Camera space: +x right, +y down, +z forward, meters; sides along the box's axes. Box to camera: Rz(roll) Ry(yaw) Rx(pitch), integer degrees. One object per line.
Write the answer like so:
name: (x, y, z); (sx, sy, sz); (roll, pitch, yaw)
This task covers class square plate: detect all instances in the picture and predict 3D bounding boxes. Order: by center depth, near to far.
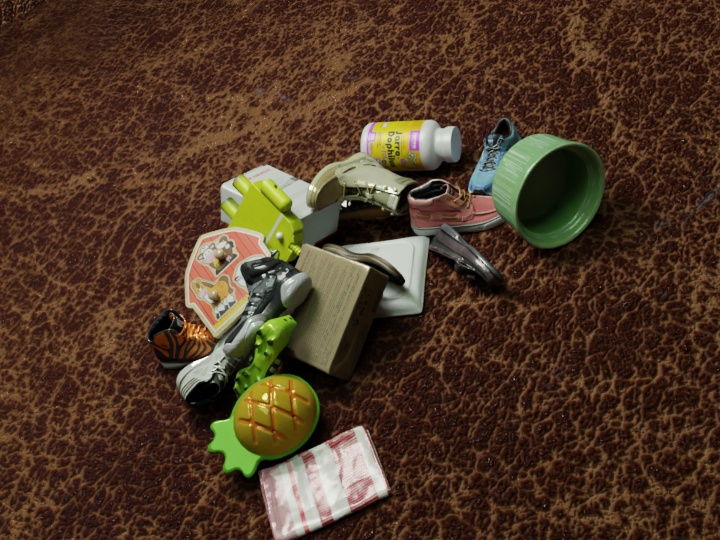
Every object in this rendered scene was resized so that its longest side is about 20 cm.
square plate: (0.028, 0.010, 1.780); (0.198, 0.029, 0.199); (-7, 46, 17)

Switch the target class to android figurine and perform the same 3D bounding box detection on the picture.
android figurine: (-0.184, -0.084, 1.770); (0.200, 0.182, 0.041); (48, 37, 15)

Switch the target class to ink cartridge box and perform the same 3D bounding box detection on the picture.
ink cartridge box: (-0.061, 0.072, 1.665); (0.164, 0.075, 0.201); (20, 87, 38)
ink cartridge box: (-0.162, -0.123, 1.862); (0.199, 0.084, 0.145); (26, 36, 27)

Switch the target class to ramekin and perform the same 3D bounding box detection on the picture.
ramekin: (0.335, -0.150, 1.688); (0.199, 0.201, 0.098); (-33, 36, -11)

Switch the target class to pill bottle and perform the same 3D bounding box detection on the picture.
pill bottle: (0.107, -0.262, 1.957); (0.198, 0.105, 0.105); (1, 48, 24)

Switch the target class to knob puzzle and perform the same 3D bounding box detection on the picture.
knob puzzle: (-0.257, -0.003, 1.739); (0.218, 0.030, 0.222); (-10, 64, 22)

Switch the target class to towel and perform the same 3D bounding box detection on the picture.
towel: (-0.061, 0.343, 1.496); (0.199, 0.023, 0.145); (-24, 44, -1)

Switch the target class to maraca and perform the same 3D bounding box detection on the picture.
maraca: (-0.160, 0.257, 1.556); (0.199, 0.107, 0.137); (-36, 65, -14)

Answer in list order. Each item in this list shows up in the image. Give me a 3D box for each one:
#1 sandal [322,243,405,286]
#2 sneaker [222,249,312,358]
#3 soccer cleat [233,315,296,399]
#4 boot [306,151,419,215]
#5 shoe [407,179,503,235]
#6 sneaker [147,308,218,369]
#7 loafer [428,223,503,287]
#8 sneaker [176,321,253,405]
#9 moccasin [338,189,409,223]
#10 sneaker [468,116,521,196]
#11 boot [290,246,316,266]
sandal: (0.000, 0.000, 1.728); (0.199, 0.082, 0.055); (18, 73, 34)
sneaker: (-0.186, 0.056, 1.641); (0.200, 0.076, 0.114); (-45, 67, -4)
soccer cleat: (-0.164, 0.161, 1.628); (0.067, 0.201, 0.081); (42, 38, 21)
boot: (0.006, -0.152, 1.797); (0.154, 0.073, 0.200); (30, 43, 26)
shoe: (0.190, -0.128, 1.793); (0.198, 0.091, 0.072); (-9, 43, 8)
sneaker: (-0.310, 0.123, 1.752); (0.198, 0.112, 0.078); (-15, 44, 9)
loafer: (0.192, -0.016, 1.718); (0.063, 0.072, 0.200); (-46, 38, 4)
sneaker: (-0.238, 0.176, 1.677); (0.200, 0.076, 0.115); (-40, 26, -4)
moccasin: (0.013, -0.134, 1.902); (0.199, 0.078, 0.074); (-9, 60, 10)
sneaker: (0.262, -0.231, 1.870); (0.078, 0.090, 0.201); (6, 51, 28)
boot: (-0.187, 0.003, 1.847); (0.197, 0.074, 0.163); (16, 54, 28)
